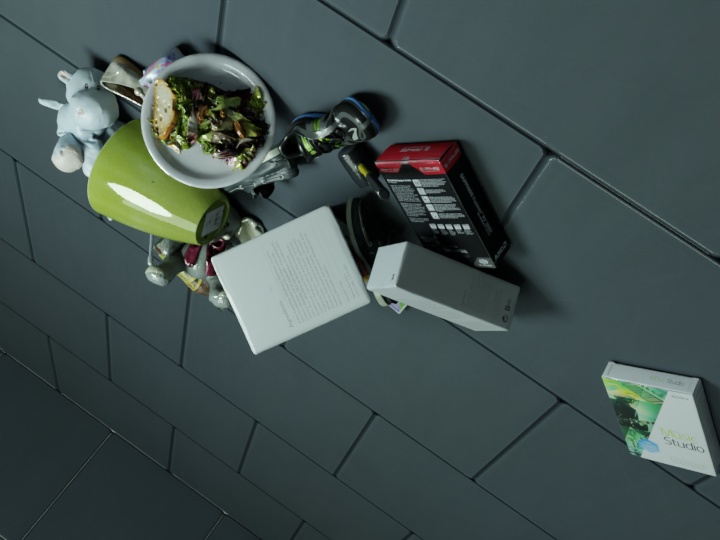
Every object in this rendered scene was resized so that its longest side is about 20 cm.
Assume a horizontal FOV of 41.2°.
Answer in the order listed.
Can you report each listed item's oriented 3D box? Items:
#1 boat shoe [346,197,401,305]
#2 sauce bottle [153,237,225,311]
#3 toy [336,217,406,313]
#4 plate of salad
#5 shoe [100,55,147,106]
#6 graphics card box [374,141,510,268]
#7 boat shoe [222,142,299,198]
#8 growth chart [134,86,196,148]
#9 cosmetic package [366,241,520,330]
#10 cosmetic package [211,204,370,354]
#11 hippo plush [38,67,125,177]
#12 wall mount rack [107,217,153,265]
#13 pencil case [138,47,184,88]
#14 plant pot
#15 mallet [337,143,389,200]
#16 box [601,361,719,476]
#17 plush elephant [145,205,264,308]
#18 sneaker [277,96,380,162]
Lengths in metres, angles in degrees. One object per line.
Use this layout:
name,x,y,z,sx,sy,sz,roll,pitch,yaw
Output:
boat shoe,0.036,-0.031,1.510,0.066,0.075,0.200,-7,118,24
sauce bottle,-0.341,0.002,1.980,0.200,0.065,0.065,48,149,-18
toy,0.000,0.000,1.625,0.200,0.047,0.115,37,149,1
plate of salad,-0.225,-0.222,1.416,0.200,0.200,0.048,41,178,-6
shoe,-0.344,-0.285,1.591,0.200,0.053,0.070,31,150,11
graphics card box,0.119,-0.092,1.365,0.125,0.051,0.200,4,135,45
boat shoe,-0.162,-0.151,1.564,0.199,0.074,0.066,-22,105,47
growth chart,-0.293,-0.219,1.530,0.145,0.018,0.200,43,174,9
cosmetic package,0.123,0.026,1.417,0.199,0.072,0.101,21,169,-22
cosmetic package,-0.105,0.012,1.510,0.165,0.199,0.166,-122,8,-88
hippo plush,-0.460,-0.277,1.682,0.161,0.159,0.201,-55,45,43
wall mount rack,-0.452,-0.114,1.904,0.174,0.074,0.200,40,154,25
pencil case,-0.255,-0.255,1.509,0.200,0.083,0.091,47,163,-17
plant pot,-0.328,-0.133,1.641,0.200,0.187,0.187,30,150,17
mallet,0.007,-0.139,1.339,0.066,0.041,0.200,54,-178,-14
box,0.461,0.226,1.456,0.144,0.036,0.200,8,138,41
plush elephant,-0.271,-0.056,1.749,0.164,0.200,0.155,24,128,-3
sneaker,-0.046,-0.192,1.370,0.199,0.083,0.071,-5,130,50
